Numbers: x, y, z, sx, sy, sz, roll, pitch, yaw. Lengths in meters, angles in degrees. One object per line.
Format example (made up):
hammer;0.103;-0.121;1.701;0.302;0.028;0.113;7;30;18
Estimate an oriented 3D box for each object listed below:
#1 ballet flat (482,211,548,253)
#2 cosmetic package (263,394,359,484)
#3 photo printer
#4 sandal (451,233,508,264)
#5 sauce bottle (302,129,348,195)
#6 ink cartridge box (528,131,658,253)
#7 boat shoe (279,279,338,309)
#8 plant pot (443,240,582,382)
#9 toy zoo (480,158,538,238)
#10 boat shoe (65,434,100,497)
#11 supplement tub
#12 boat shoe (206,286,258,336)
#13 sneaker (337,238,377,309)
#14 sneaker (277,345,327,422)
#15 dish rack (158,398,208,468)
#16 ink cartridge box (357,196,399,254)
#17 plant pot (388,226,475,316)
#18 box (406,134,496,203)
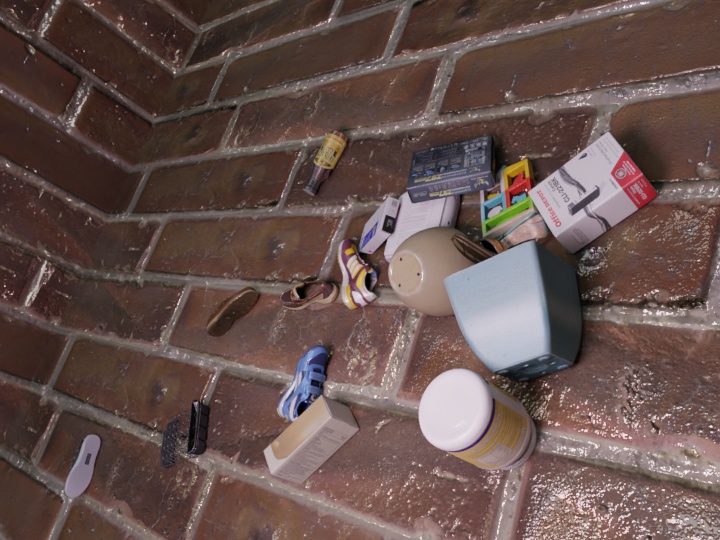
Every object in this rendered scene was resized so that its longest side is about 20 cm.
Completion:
ballet flat;0.312;-0.048;1.478;0.067;0.068;0.200;58;138;5
cosmetic package;-0.111;0.383;1.590;0.200;0.105;0.071;-44;42;11
photo printer;0.150;-0.115;1.683;0.166;0.069;0.200;-7;60;42
sandal;0.280;-0.033;1.432;0.200;0.082;0.055;22;76;6
sauce bottle;-0.105;-0.315;2.068;0.066;0.066;0.200;18;79;48
ink cartridge box;0.455;-0.152;1.398;0.200;0.084;0.144;-39;43;21
boat shoe;-0.151;0.056;1.864;0.200;0.072;0.072;-7;60;42
plant pot;0.301;0.094;1.319;0.196;0.196;0.200;-25;60;31
toy zoo;0.324;-0.167;1.559;0.131;0.020;0.200;-30;37;33
boat shoe;-0.878;0.617;2.221;0.057;0.069;0.200;-21;45;44
supplement tub;0.215;0.274;1.266;0.145;0.200;0.146;-24;49;32
boat shoe;-0.380;0.109;2.054;0.200;0.072;0.068;-42;44;20
sneaker;0.000;0.000;1.762;0.090;0.075;0.200;-21;57;24
sneaker;-0.122;0.278;1.696;0.082;0.074;0.200;24;90;47
dish rack;-0.501;0.460;1.957;0.200;0.055;0.154;-27;48;30
ink cartridge box;0.042;-0.104;1.770;0.200;0.037;0.095;139;148;-65
plant pot;0.138;0.004;1.512;0.200;0.134;0.201;2;94;41
box;0.214;-0.237;1.644;0.200;0.051;0.158;-10;38;20
